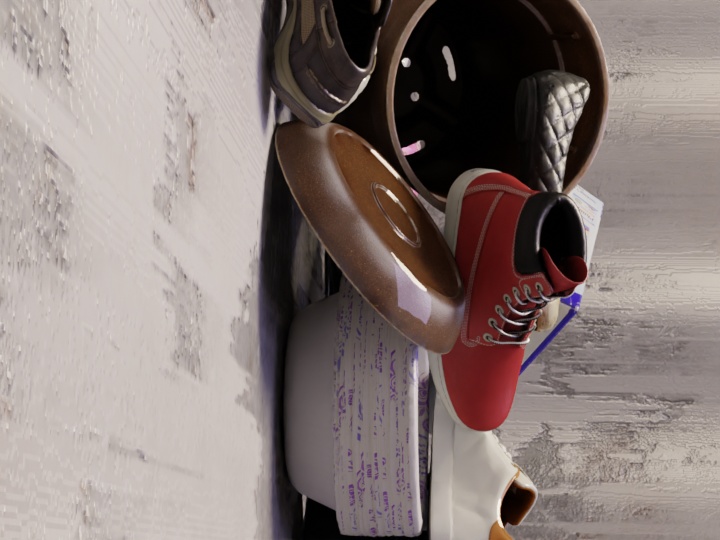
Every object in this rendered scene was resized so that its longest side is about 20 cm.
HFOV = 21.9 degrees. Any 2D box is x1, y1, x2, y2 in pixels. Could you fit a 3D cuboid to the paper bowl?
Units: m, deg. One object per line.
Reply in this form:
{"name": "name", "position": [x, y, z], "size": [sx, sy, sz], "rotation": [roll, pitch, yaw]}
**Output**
{"name": "paper bowl", "position": [-0.002, 0.099, 1.404], "size": [0.201, 0.103, 0.203], "rotation": [1, 90, -86]}

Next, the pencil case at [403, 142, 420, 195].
{"name": "pencil case", "position": [0.027, -0.058, 1.980], "size": [0.082, 0.086, 0.202], "rotation": [-10, 105, -42]}

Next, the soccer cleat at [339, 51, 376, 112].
{"name": "soccer cleat", "position": [-0.017, -0.155, 1.391], "size": [0.200, 0.069, 0.078], "rotation": [-89, 166, -59]}

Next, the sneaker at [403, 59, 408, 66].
{"name": "sneaker", "position": [0.031, -0.308, 2.068], "size": [0.080, 0.073, 0.201], "rotation": [82, 9, -52]}

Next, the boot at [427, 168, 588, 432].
{"name": "boot", "position": [0.113, 0.035, 1.363], "size": [0.144, 0.072, 0.202], "rotation": [26, -63, 60]}

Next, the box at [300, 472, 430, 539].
{"name": "box", "position": [0.028, 0.272, 1.515], "size": [0.107, 0.147, 0.201], "rotation": [-82, 173, -56]}

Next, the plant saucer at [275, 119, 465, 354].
{"name": "plant saucer", "position": [0.015, -0.032, 1.315], "size": [0.200, 0.032, 0.201], "rotation": [49, 17, -20]}

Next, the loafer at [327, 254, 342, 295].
{"name": "loafer", "position": [0.000, 0.000, 1.742], "size": [0.072, 0.072, 0.202], "rotation": [163, -63, -85]}

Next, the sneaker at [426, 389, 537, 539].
{"name": "sneaker", "position": [0.094, 0.157, 1.449], "size": [0.201, 0.084, 0.073], "rotation": [-87, 178, -45]}

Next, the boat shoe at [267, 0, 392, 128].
{"name": "boat shoe", "position": [-0.010, -0.186, 1.281], "size": [0.074, 0.073, 0.201], "rotation": [36, 43, -36]}

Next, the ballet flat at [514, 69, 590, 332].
{"name": "ballet flat", "position": [0.147, -0.052, 1.426], "size": [0.066, 0.056, 0.202], "rotation": [-149, -120, -76]}

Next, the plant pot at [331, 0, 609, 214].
{"name": "plant pot", "position": [0.067, -0.148, 1.521], "size": [0.198, 0.199, 0.202], "rotation": [-161, -112, -63]}

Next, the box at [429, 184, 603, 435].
{"name": "box", "position": [0.105, 0.018, 1.593], "size": [0.184, 0.105, 0.200], "rotation": [-51, -173, 31]}
